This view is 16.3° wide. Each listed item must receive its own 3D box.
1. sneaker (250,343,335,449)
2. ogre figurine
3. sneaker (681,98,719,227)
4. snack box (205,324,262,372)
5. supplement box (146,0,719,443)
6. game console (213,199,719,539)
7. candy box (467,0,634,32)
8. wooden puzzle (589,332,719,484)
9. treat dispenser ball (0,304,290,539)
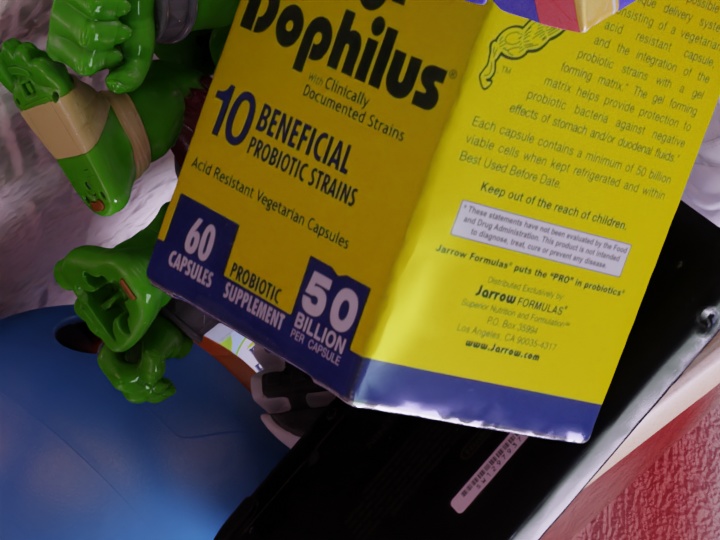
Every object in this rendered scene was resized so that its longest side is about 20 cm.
[{"bbox_3d":[0.000,0.000,1.015,0.075,0.201,0.081,-3,146,17],"label":"sneaker"},{"bbox_3d":[-0.049,-0.046,0.850,0.120,0.098,0.201,-35,128,-25],"label":"ogre figurine"},{"bbox_3d":[0.114,-0.096,1.013,0.078,0.200,0.100,-11,122,-38],"label":"sneaker"},{"bbox_3d":[-0.016,0.066,1.240,0.200,0.142,0.053,-39,-162,-3],"label":"snack box"},{"bbox_3d":[0.034,-0.064,0.769,0.109,0.109,0.201,13,100,-43],"label":"supplement box"},{"bbox_3d":[0.057,0.063,0.888,0.116,0.176,0.200,39,92,-34],"label":"game console"},{"bbox_3d":[0.086,-0.181,0.639,0.200,0.077,0.170,-31,124,-30],"label":"candy box"},{"bbox_3d":[0.105,0.070,1.292,0.185,0.037,0.200,-38,-170,0],"label":"wooden puzzle"},{"bbox_3d":[-0.111,0.114,1.006,0.201,0.201,0.201,-37,167,-10],"label":"treat dispenser ball"}]
